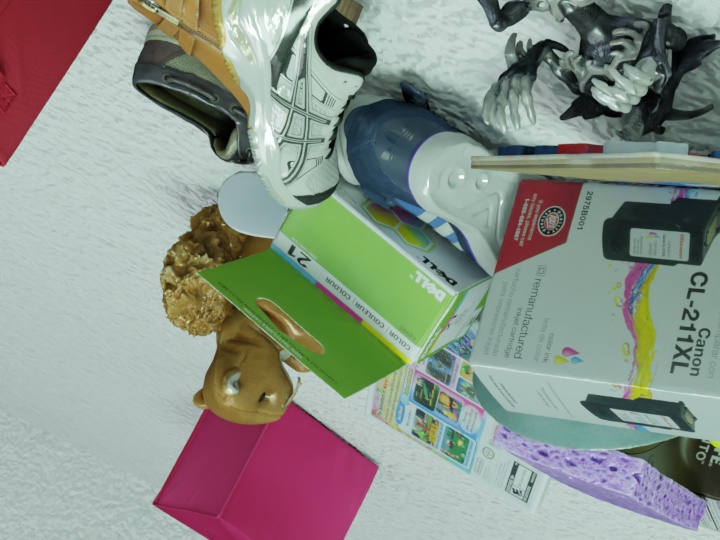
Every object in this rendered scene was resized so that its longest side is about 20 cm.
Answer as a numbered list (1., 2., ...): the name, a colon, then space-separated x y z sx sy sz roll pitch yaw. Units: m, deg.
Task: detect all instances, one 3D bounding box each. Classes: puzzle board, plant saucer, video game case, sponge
1. puzzle board: 0.175 -0.061 0.791 0.150 0.018 0.200 3 -177 -23
2. plant saucer: 0.178 0.055 0.988 0.200 0.201 0.039 12 126 35
3. video game case: 0.092 0.106 1.153 0.181 0.024 0.201 30 143 17
4. sponge: 0.186 0.156 1.028 0.111 0.030 0.200 16 171 31

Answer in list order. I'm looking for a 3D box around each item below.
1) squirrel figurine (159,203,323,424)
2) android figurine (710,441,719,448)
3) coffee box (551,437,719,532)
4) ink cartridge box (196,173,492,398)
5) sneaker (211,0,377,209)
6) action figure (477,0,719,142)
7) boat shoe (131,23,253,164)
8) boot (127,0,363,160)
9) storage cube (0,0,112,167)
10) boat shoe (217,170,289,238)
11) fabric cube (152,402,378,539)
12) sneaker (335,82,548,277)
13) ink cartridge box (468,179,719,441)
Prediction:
1. squirrel figurine: -0.113 0.042 1.286 0.200 0.187 0.141 35 158 -20
2. android figurine: 0.304 0.105 1.016 0.199 0.041 0.182 23 -165 19
3. coffee box: 0.250 0.140 1.170 0.199 0.113 0.080 12 153 34
4. ink cartridge box: 0.000 0.000 0.995 0.148 0.076 0.200 40 -154 15
5. sneaker: -0.029 -0.112 0.862 0.087 0.076 0.200 -4 142 11
6. action figure: 0.116 -0.121 0.744 0.200 0.102 0.119 40 145 -25
7. boat shoe: -0.094 -0.115 1.066 0.200 0.065 0.072 36 156 -23
8. boot: -0.094 -0.151 0.949 0.154 0.077 0.200 22 154 -4
9. storage cube: -0.306 -0.209 0.948 0.199 0.180 0.171 18 158 26
10. boat shoe: -0.020 -0.046 1.151 0.199 0.074 0.065 20 -168 3
11. fabric cube: -0.136 0.305 1.922 0.199 0.197 0.200 38 157 -28
12. sneaker: 0.060 -0.066 1.002 0.146 0.081 0.200 32 180 43
13. ink cartridge box: 0.191 0.024 0.886 0.199 0.147 0.083 5 155 30
